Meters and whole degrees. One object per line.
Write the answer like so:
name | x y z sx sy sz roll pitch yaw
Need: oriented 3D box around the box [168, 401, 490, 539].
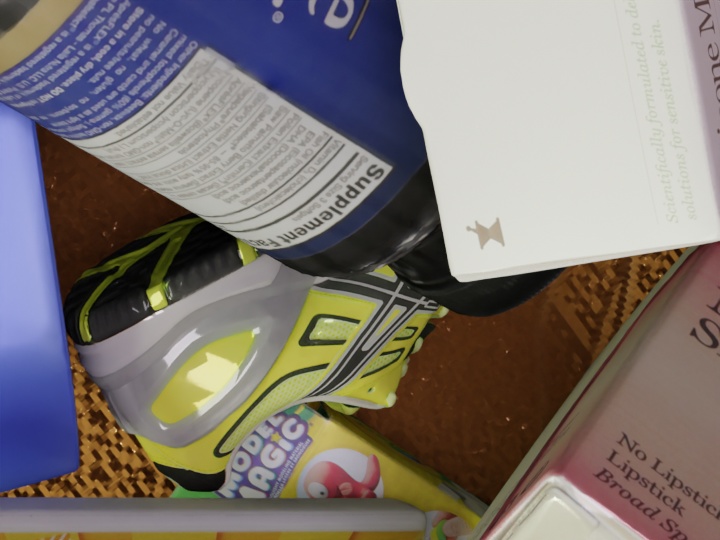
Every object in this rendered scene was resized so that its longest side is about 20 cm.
box | 0.014 0.131 0.868 0.200 0.048 0.118 34 93 -13

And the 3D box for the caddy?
caddy | -0.151 -0.014 0.778 0.104 0.141 0.201 -9 99 -10

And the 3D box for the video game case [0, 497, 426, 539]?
video game case | -0.074 0.159 0.778 0.199 0.023 0.183 4 98 -39

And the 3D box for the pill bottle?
pill bottle | -0.024 -0.067 0.708 0.200 0.112 0.112 30 93 -30

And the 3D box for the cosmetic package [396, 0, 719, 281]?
cosmetic package | 0.098 -0.071 0.694 0.085 0.200 0.108 -8 98 35

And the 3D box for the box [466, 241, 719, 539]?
box | 0.113 0.082 0.774 0.128 0.200 0.109 38 127 3

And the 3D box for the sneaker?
sneaker | 0.000 0.000 0.826 0.199 0.075 0.077 -27 109 -20
